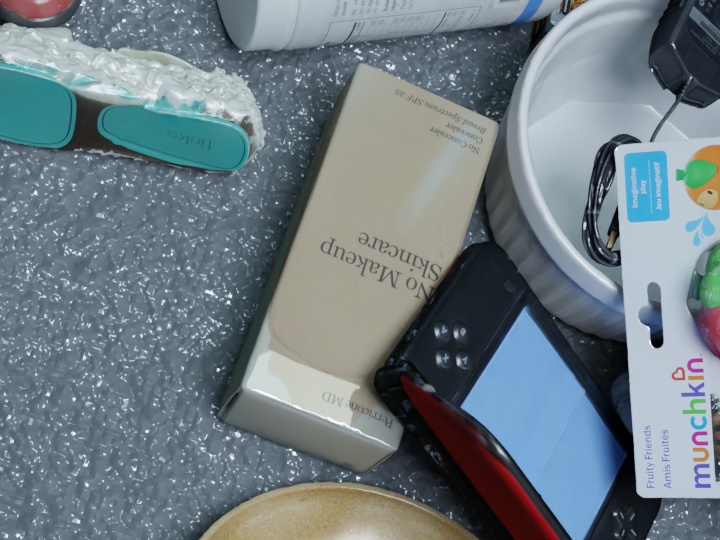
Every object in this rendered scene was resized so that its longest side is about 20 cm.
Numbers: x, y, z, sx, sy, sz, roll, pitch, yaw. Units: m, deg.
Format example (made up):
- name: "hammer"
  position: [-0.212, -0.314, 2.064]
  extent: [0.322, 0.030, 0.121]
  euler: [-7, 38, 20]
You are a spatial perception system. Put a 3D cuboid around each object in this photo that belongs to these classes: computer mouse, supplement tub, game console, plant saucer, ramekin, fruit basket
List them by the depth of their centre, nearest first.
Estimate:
- name: "fruit basket"
  position: [0.228, 0.023, 0.651]
  extent: [0.197, 0.094, 0.188]
  euler: [-3, 95, 15]
- name: "plant saucer"
  position: [-0.001, 0.195, 0.661]
  extent: [0.198, 0.036, 0.201]
  euler: [12, 40, -10]
- name: "game console"
  position: [0.111, 0.099, 0.664]
  extent: [0.201, 0.118, 0.173]
  euler: [54, 51, -19]
- name: "computer mouse"
  position: [0.166, -0.090, 0.729]
  extent: [0.058, 0.034, 0.201]
  euler: [39, 70, -22]
- name: "supplement tub"
  position: [0.018, -0.204, 0.783]
  extent: [0.198, 0.132, 0.134]
  euler: [-9, 74, -18]
- name: "ramekin"
  position: [0.168, -0.053, 0.787]
  extent: [0.198, 0.105, 0.203]
  euler: [4, 72, -14]

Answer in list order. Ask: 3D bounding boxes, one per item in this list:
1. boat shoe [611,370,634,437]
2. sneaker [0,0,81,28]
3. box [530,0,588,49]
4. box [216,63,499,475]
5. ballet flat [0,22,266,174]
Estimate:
- name: "boat shoe"
  position: [0.231, 0.063, 0.779]
  extent: [0.200, 0.072, 0.061]
  euler: [-15, 59, -33]
- name: "sneaker"
  position: [-0.192, -0.236, 0.756]
  extent: [0.070, 0.098, 0.203]
  euler: [-2, 74, -17]
- name: "box"
  position: [0.195, -0.221, 0.885]
  extent: [0.135, 0.040, 0.202]
  euler: [16, 69, -8]
- name: "box"
  position: [0.000, 0.000, 0.738]
  extent: [0.094, 0.078, 0.202]
  euler: [21, 68, -8]
- name: "ballet flat"
  position: [-0.150, -0.101, 0.745]
  extent: [0.198, 0.072, 0.073]
  euler: [12, 69, -16]
